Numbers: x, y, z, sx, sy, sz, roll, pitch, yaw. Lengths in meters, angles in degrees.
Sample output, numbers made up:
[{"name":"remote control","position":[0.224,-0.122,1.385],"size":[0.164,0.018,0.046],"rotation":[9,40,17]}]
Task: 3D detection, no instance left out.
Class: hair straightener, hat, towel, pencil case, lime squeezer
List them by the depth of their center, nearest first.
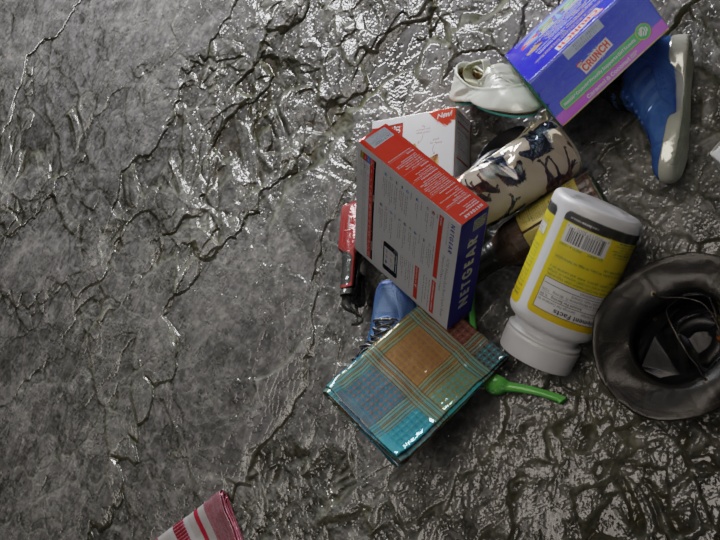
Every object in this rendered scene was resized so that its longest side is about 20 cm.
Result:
[{"name":"hat","position":[0.366,0.082,1.267],"size":[0.198,0.081,0.204],"rotation":[-6,71,19]},{"name":"towel","position":[0.068,0.131,1.379],"size":[0.200,0.022,0.146],"rotation":[-41,59,-17]},{"name":"pencil case","position":[0.174,-0.113,1.388],"size":[0.198,0.078,0.090],"rotation":[-31,79,-5]},{"name":"lime squeezer","position":[0.171,0.110,1.402],"size":[0.071,0.038,0.201],"rotation":[-45,56,11]},{"name":"hair straightener","position":[0.000,0.000,1.523],"size":[0.040,0.077,0.202],"rotation":[-16,47,15]},{"name":"towel","position":[-0.243,0.424,1.562],"size":[0.199,0.023,0.145],"rotation":[-38,57,16]}]

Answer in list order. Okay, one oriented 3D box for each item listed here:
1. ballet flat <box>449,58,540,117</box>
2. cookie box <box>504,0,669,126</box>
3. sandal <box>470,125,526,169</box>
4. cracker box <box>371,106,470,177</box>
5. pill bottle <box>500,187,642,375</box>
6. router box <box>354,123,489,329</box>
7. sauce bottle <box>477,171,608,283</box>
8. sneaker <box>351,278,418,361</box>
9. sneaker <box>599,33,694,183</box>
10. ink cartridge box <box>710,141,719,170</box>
[{"name":"ballet flat","position":[0.170,-0.244,1.457],"size":[0.070,0.069,0.200],"rotation":[-59,25,2]},{"name":"cookie box","position":[0.276,-0.283,1.381],"size":[0.171,0.075,0.200],"rotation":[-42,15,13]},{"name":"sandal","position":[0.163,-0.111,1.443],"size":[0.076,0.043,0.200],"rotation":[43,77,11]},{"name":"cracker box","position":[0.079,-0.114,1.523],"size":[0.132,0.058,0.203],"rotation":[-7,70,29]},{"name":"pill bottle","position":[0.246,0.014,1.321],"size":[0.114,0.114,0.202],"rotation":[32,108,35]},{"name":"router box","position":[0.069,-0.051,1.370],"size":[0.049,0.201,0.179],"rotation":[-34,60,-26]},{"name":"sauce bottle","position":[0.220,-0.050,1.410],"size":[0.198,0.065,0.065],"rotation":[-30,60,19]},{"name":"sneaker","position":[0.038,0.106,1.454],"size":[0.078,0.089,0.203],"rotation":[-9,69,27]},{"name":"sneaker","position":[0.348,-0.198,1.370],"size":[0.110,0.077,0.203],"rotation":[0,70,25]},{"name":"ink cartridge box","position":[0.490,-0.100,1.176],"size":[0.145,0.199,0.146],"rotation":[-48,56,9]}]
